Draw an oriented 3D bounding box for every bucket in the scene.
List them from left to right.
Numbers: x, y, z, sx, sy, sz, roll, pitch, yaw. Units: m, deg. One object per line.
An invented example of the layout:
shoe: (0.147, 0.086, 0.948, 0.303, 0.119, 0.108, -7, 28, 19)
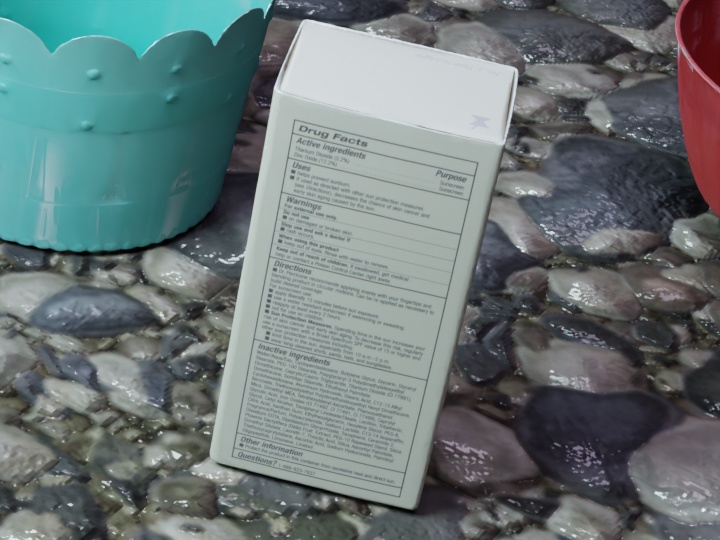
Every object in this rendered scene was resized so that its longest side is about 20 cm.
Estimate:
bucket: (-0.148, -0.114, 1.305, 0.206, 0.135, 0.208, 10, 33, -6)

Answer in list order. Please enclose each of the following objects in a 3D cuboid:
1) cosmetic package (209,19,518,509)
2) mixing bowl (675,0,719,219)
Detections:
cosmetic package: (0.000, 0.000, 1.128, 0.103, 0.201, 0.073, 14, 32, 2)
mixing bowl: (0.259, -0.071, 1.403, 0.199, 0.109, 0.201, 8, 33, -5)
